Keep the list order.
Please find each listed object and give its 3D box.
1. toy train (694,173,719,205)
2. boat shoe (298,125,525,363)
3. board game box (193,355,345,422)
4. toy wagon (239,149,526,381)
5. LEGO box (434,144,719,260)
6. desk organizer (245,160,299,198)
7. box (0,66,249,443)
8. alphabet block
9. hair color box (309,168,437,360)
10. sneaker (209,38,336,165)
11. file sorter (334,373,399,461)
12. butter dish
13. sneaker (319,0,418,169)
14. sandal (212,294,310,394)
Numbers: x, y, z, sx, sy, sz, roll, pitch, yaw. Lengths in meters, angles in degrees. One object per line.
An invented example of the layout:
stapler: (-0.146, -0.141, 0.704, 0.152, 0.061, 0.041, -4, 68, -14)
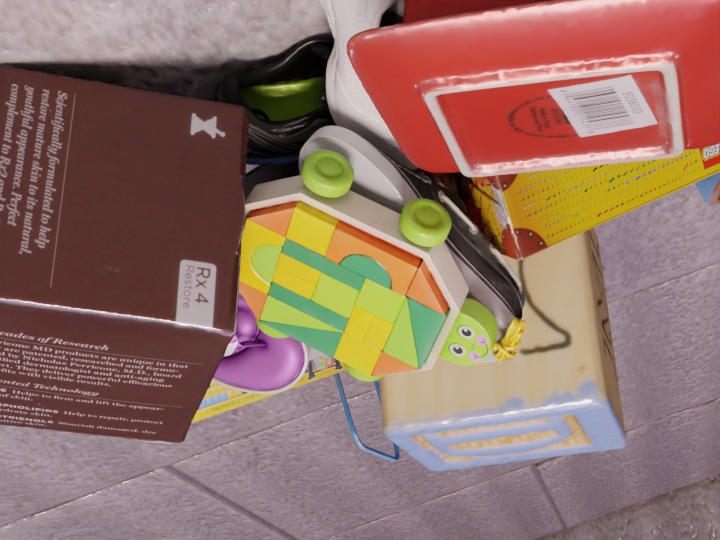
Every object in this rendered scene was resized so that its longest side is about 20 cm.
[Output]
toy train: (0.292, -0.136, 1.126, 0.113, 0.087, 0.201, -9, 146, -16)
boat shoe: (0.037, -0.026, 0.952, 0.070, 0.064, 0.200, -24, 116, 41)
board game box: (-0.109, 0.073, 1.232, 0.199, 0.057, 0.165, -17, -173, -34)
toy wagon: (0.011, 0.013, 0.924, 0.199, 0.040, 0.156, 26, 137, 4)
LEGO box: (0.158, -0.090, 1.029, 0.199, 0.078, 0.149, -23, -164, -13)
desk organizer: (-0.087, -0.022, 1.139, 0.199, 0.072, 0.077, -28, 158, 24)
box: (-0.175, -0.001, 0.943, 0.163, 0.167, 0.200, 8, 151, -13)
alphabet block: (0.122, 0.054, 1.256, 0.194, 0.202, 0.196, -8, 161, 12)
hair color box: (0.000, 0.000, 1.081, 0.110, 0.064, 0.200, -16, 160, -10)
sneaker: (-0.008, -0.117, 0.975, 0.198, 0.071, 0.083, -9, 162, -15)
file sorter: (0.085, 0.105, 1.497, 0.199, 0.124, 0.139, -25, 158, 15)
butter dish: (0.105, -0.146, 0.775, 0.198, 0.149, 0.200, -4, 162, 14)
sneaker: (0.023, -0.121, 0.889, 0.075, 0.089, 0.201, -31, 141, -10)
sandal: (-0.135, 0.036, 1.085, 0.083, 0.202, 0.050, -64, 171, 22)
